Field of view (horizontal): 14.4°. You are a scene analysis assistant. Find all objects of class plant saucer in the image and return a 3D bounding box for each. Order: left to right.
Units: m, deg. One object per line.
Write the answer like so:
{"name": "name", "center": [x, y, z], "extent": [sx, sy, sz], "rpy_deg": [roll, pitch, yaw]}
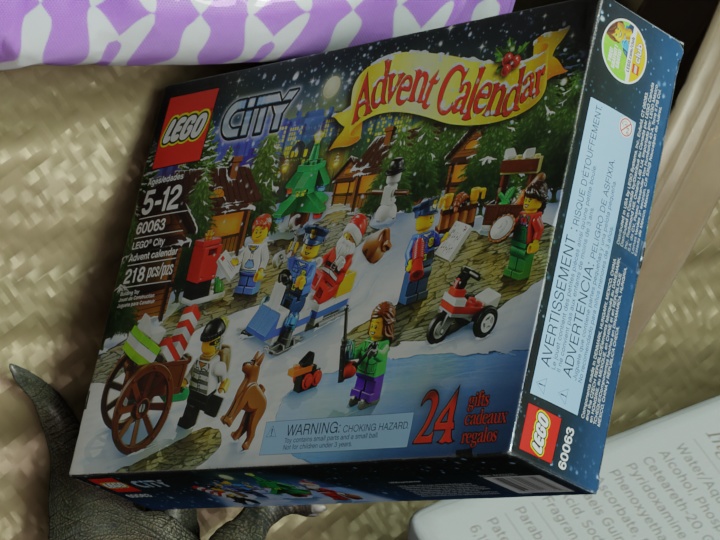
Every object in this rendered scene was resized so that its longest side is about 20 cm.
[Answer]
{"name": "plant saucer", "center": [0.090, -0.034, 0.911], "extent": [0.029, 0.200, 0.200], "rpy_deg": [27, 88, -4]}

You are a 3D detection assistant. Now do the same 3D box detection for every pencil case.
{"name": "pencil case", "center": [-0.043, -0.108, 0.901], "extent": [0.199, 0.084, 0.086], "rpy_deg": [-6, 122, -23]}

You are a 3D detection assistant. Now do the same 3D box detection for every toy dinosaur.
{"name": "toy dinosaur", "center": [-0.053, 0.114, 0.944], "extent": [0.102, 0.077, 0.200], "rpy_deg": [-50, 119, -22]}

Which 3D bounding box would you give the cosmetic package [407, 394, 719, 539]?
{"name": "cosmetic package", "center": [0.134, 0.154, 0.948], "extent": [0.200, 0.166, 0.168], "rpy_deg": [-20, 141, -19]}

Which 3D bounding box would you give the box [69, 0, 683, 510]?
{"name": "box", "center": [0.000, 0.000, 0.857], "extent": [0.038, 0.200, 0.137], "rpy_deg": [26, 68, -38]}
